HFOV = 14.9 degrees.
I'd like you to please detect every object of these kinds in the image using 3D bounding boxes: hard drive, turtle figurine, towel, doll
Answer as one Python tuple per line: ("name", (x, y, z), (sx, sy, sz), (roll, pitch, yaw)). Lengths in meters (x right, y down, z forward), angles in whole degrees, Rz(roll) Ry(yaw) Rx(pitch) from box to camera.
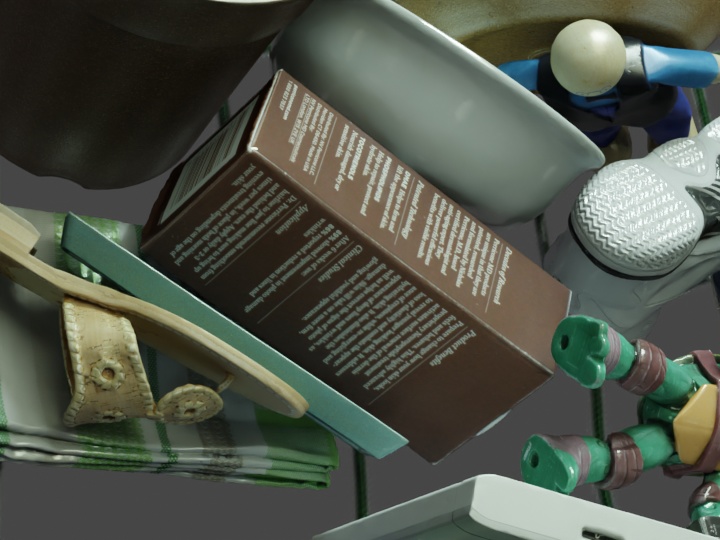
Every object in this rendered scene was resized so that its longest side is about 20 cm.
("hard drive", (0.070, 0.138, 1.303), (0.131, 0.200, 0.027), (17, 72, -18))
("turtle figurine", (0.182, 0.081, 1.398), (0.199, 0.101, 0.151), (7, 85, -28))
("towel", (-0.110, 0.034, 1.388), (0.199, 0.031, 0.150), (7, 56, -26))
("doll", (0.141, -0.099, 1.496), (0.136, 0.200, 0.049), (-3, 78, 15))

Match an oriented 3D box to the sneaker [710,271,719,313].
("sneaker", (0.257, 0.057, 1.530), (0.200, 0.075, 0.084), (56, 16, 17))

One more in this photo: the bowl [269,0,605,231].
("bowl", (0.024, -0.076, 1.471), (0.201, 0.201, 0.091), (32, 90, -5))

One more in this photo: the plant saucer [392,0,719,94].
("plant saucer", (0.115, -0.134, 1.535), (0.199, 0.200, 0.036), (6, 76, -26))

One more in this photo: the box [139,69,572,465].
("box", (0.000, 0.000, 1.400), (0.200, 0.100, 0.075), (38, 40, -16))

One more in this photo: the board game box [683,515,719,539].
("board game box", (0.158, 0.237, 1.321), (0.028, 0.135, 0.201), (9, 53, -34))

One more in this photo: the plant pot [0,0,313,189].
("plant pot", (-0.119, -0.157, 1.404), (0.199, 0.198, 0.201), (14, 52, -19))

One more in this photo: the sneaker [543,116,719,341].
("sneaker", (0.179, -0.022, 1.531), (0.199, 0.115, 0.075), (-17, 67, -35))

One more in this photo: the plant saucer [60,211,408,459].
("plant saucer", (-0.066, 0.034, 1.363), (0.199, 0.070, 0.019), (33, 85, -6))

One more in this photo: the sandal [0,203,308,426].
("sandal", (-0.132, 0.040, 1.325), (0.211, 0.078, 0.070), (32, 76, 2))
